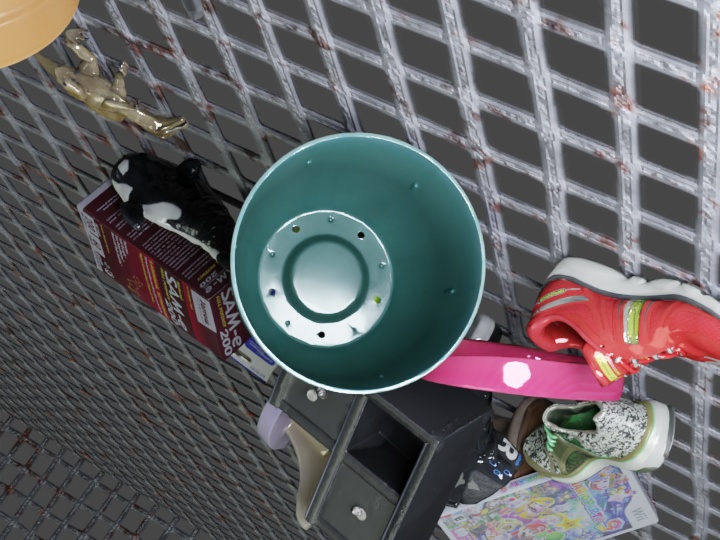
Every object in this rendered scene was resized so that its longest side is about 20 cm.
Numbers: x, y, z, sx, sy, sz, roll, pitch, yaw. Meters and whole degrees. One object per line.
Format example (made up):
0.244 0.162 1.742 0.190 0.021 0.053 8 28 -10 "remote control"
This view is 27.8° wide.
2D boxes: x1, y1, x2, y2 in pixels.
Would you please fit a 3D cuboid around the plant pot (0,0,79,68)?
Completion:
-0.310 -0.262 1.074 0.200 0.200 0.140 29 144 14 "plant pot"

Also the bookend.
-0.010 0.159 1.353 0.200 0.092 0.199 37 123 23 "bookend"

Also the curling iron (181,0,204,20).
-0.155 -0.253 1.055 0.049 0.026 0.200 -13 148 13 "curling iron"

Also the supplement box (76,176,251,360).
-0.198 -0.004 1.510 0.200 0.061 0.109 32 151 27 "supplement box"

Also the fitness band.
0.135 0.084 1.216 0.143 0.038 0.200 9 -178 37 "fitness band"

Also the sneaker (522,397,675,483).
0.195 0.140 1.317 0.088 0.077 0.200 26 156 -20 "sneaker"

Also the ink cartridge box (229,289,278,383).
-0.103 0.037 1.543 0.095 0.037 0.200 36 140 4 "ink cartridge box"

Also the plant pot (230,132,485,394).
-0.016 0.000 1.189 0.200 0.201 0.161 37 169 -7 "plant pot"

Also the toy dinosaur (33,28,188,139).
-0.259 -0.176 1.363 0.199 0.058 0.101 30 161 14 "toy dinosaur"

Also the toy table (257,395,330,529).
-0.026 0.170 1.534 0.117 0.184 0.200 47 175 14 "toy table"

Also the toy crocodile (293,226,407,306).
0.000 0.000 1.340 0.200 0.068 0.062 21 164 39 "toy crocodile"

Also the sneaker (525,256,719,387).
0.211 0.055 1.096 0.200 0.085 0.077 14 154 45 "sneaker"

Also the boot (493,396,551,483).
0.140 0.174 1.521 0.146 0.070 0.201 38 147 41 "boot"

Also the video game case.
0.191 0.249 1.485 0.199 0.018 0.143 -21 137 13 "video game case"

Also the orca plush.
-0.177 -0.074 1.443 0.200 0.105 0.071 48 133 42 "orca plush"

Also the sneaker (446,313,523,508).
0.116 0.139 1.382 0.112 0.073 0.200 26 120 -2 "sneaker"
